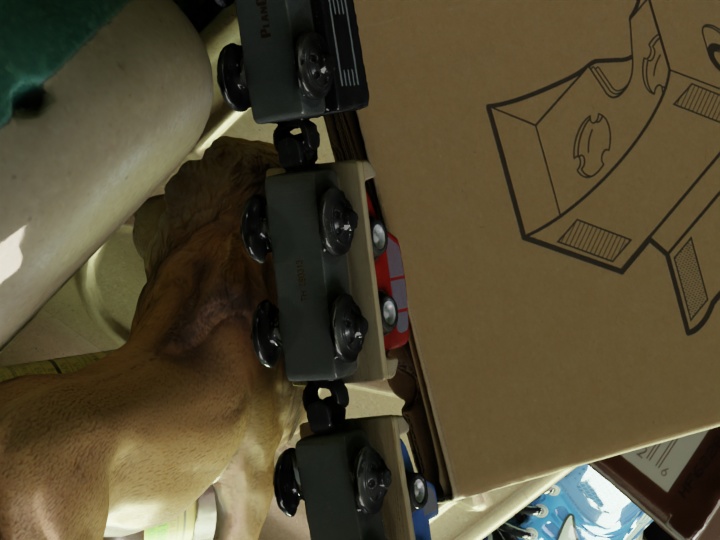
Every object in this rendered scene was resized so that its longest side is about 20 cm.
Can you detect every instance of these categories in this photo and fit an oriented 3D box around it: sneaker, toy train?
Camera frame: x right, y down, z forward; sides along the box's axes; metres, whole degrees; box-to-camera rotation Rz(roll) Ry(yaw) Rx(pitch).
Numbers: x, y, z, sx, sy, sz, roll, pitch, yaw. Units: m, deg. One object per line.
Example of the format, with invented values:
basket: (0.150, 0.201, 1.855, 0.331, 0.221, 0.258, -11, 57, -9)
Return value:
sneaker: (0.069, 0.093, 1.154, 0.089, 0.079, 0.200, -31, 147, -23)
toy train: (-0.008, 0.005, 0.781, 0.034, 0.201, 0.046, -6, -177, 27)

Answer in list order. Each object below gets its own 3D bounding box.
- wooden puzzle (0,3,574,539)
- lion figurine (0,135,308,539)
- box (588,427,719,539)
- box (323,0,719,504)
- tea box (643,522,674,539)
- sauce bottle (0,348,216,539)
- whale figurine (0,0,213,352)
wooden puzzle: (0.000, 0.000, 0.914, 0.185, 0.046, 0.200, 37, 120, -18)
lion figurine: (-0.065, 0.045, 0.776, 0.200, 0.072, 0.123, -43, 148, -61)
box: (0.129, 0.031, 1.031, 0.075, 0.100, 0.200, -58, 157, 17)
box: (0.084, -0.035, 0.853, 0.199, 0.164, 0.021, -13, 176, -30)
tea box: (0.196, 0.140, 1.249, 0.200, 0.197, 0.133, -39, 150, 30)
sauce bottle: (-0.132, 0.064, 0.863, 0.199, 0.065, 0.065, -10, 152, -16)
whale figurine: (-0.120, -0.029, 0.796, 0.159, 0.104, 0.200, -48, -174, -21)
